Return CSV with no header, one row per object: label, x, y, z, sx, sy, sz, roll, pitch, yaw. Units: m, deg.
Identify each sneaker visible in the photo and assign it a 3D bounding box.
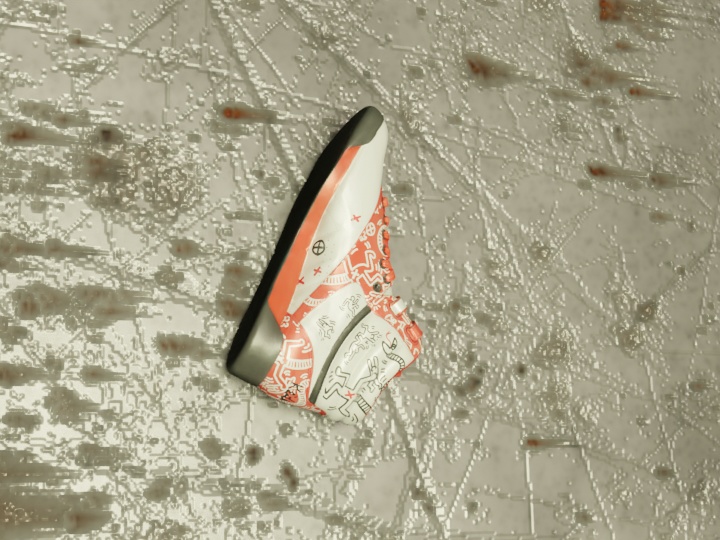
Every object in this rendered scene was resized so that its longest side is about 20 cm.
sneaker,-0.001,0.001,0.872,0.108,0.067,0.202,28,75,-14
